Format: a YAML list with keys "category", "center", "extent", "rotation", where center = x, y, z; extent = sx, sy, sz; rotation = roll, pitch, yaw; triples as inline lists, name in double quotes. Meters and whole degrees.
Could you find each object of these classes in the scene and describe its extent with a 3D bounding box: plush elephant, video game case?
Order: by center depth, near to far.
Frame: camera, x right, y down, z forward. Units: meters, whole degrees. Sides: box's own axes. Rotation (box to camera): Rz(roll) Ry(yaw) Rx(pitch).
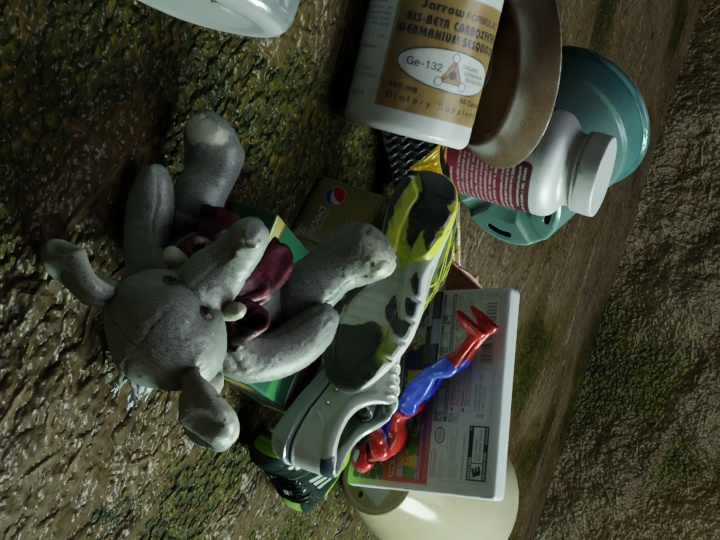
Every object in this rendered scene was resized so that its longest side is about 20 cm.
- category: "plush elephant"
  center: [-0.094, 0.013, 0.594]
  extent: [0.200, 0.165, 0.155]
  rotation: [-48, -176, 1]
- category: "video game case"
  center: [0.071, 0.120, 1.005]
  extent: [0.023, 0.181, 0.202]
  rotation: [20, 72, -48]

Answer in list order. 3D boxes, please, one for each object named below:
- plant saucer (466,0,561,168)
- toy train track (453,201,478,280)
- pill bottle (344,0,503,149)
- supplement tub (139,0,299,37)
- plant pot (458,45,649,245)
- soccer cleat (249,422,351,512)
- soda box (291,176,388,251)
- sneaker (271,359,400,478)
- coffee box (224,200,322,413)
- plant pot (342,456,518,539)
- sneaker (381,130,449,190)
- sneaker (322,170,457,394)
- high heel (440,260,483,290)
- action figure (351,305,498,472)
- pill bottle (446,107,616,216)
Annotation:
- category: "plant saucer"
  center: [0.120, -0.196, 0.930]
  extent: [0.032, 0.200, 0.202]
  rotation: [-5, 119, -21]
- category: "toy train track"
  center: [0.109, 0.003, 1.270]
  extent: [0.115, 0.032, 0.202]
  rotation: [-40, 137, -43]
- category: "pill bottle"
  center: [0.061, -0.215, 0.863]
  extent: [0.114, 0.113, 0.202]
  rotation: [-7, 112, -67]
- category: "supplement tub"
  center: [-0.065, -0.236, 0.524]
  extent: [0.122, 0.121, 0.202]
  rotation: [16, 93, -69]
- category: "plant pot"
  center: [0.228, -0.145, 1.246]
  extent: [0.196, 0.199, 0.202]
  rotation: [-44, 146, -38]
- category: "soccer cleat"
  center: [-0.057, 0.192, 0.958]
  extent: [0.082, 0.067, 0.200]
  rotation: [-70, 162, -3]
- category: "soda box"
  center: [0.000, 0.000, 0.942]
  extent: [0.064, 0.067, 0.200]
  rotation: [-62, 157, -21]
- category: "sneaker"
  center: [0.006, 0.100, 0.885]
  extent: [0.201, 0.070, 0.073]
  rotation: [-53, 154, -25]
- category: "coffee box"
  center: [-0.075, 0.040, 0.820]
  extent: [0.124, 0.044, 0.200]
  rotation: [-66, 158, -15]
- category: "plant pot"
  center: [0.067, 0.258, 1.193]
  extent: [0.200, 0.186, 0.189]
  rotation: [33, 75, -55]
- category: "sneaker"
  center: [0.053, -0.132, 0.999]
  extent: [0.090, 0.069, 0.202]
  rotation: [-101, -177, -63]
- category: "sneaker"
  center: [0.037, 0.018, 0.856]
  extent: [0.201, 0.074, 0.085]
  rotation: [-62, 155, -9]
- category: "high heel"
  center: [0.072, -0.011, 1.063]
  extent: [0.200, 0.095, 0.068]
  rotation: [42, 52, -70]
- category: "action figure"
  center: [0.035, 0.104, 0.968]
  extent: [0.201, 0.099, 0.065]
  rotation: [-56, 160, 18]
- category: "pill bottle"
  center: [0.163, -0.124, 1.067]
  extent: [0.113, 0.198, 0.114]
  rotation: [-50, 150, -43]
